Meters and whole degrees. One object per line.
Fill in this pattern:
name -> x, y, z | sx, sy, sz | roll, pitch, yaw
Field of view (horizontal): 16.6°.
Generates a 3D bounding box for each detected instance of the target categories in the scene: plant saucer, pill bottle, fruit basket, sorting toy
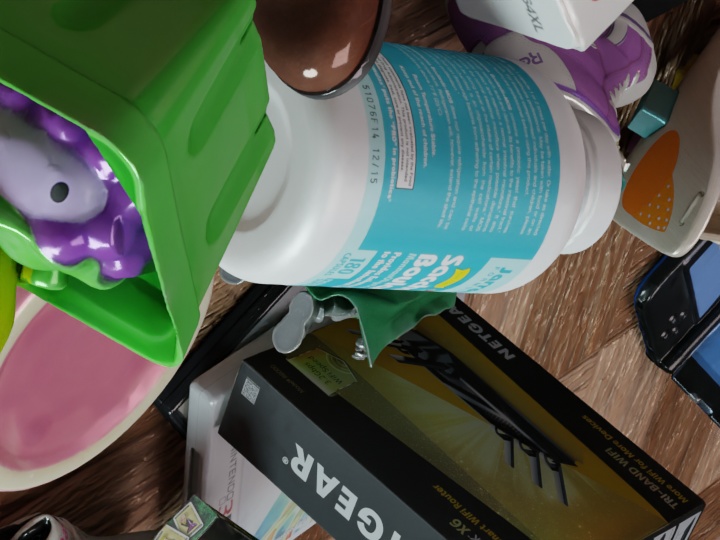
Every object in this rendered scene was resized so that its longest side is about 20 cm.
plant saucer -> -0.136, 0.025, 1.113 | 0.200, 0.051, 0.201 | -39, 153, -25
pill bottle -> 0.026, -0.046, 1.118 | 0.199, 0.111, 0.111 | 3, 124, -39
fruit basket -> -0.151, -0.031, 0.837 | 0.215, 0.215, 0.156 | -40, 153, -21
sorting toy -> 0.232, -0.101, 1.507 | 0.200, 0.107, 0.181 | 8, 111, -60

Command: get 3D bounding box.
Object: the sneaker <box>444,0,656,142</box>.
sneaker -> 0.109, -0.089, 1.276 | 0.072, 0.115, 0.200 | -30, 157, 23

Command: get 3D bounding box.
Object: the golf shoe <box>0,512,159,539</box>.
golf shoe -> -0.151, 0.163, 1.243 | 0.199, 0.073, 0.092 | -16, 138, -51

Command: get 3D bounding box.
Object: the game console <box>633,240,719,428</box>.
game console -> 0.304, 0.011, 1.739 | 0.200, 0.118, 0.171 | -47, 155, -10

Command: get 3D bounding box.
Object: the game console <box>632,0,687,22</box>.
game console -> 0.146, -0.219, 1.291 | 0.200, 0.116, 0.177 | 32, 67, -65

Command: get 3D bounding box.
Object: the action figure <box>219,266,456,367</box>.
action figure -> 0.000, 0.000, 1.224 | 0.055, 0.118, 0.200 | -41, 168, 21

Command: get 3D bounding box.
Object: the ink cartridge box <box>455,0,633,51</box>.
ink cartridge box -> 0.108, -0.219, 1.083 | 0.200, 0.084, 0.146 | -45, 130, -20

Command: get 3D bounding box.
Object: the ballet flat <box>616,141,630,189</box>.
ballet flat -> 0.075, -0.060, 1.331 | 0.076, 0.064, 0.200 | -44, 158, 23

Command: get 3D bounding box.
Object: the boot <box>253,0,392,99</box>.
boot -> -0.064, -0.162, 0.860 | 0.200, 0.068, 0.190 | 8, 76, -63

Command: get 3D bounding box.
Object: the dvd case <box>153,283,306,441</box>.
dvd case -> -0.034, 0.058, 1.361 | 0.143, 0.018, 0.200 | -48, 155, -9

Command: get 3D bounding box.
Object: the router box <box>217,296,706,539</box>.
router box -> 0.051, 0.100, 1.254 | 0.157, 0.200, 0.052 | -21, 142, -46

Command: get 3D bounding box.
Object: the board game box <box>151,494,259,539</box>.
board game box -> -0.124, 0.205, 1.237 | 0.200, 0.023, 0.105 | -46, 150, -2

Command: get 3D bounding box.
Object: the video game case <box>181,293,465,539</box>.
video game case -> -0.019, 0.077, 1.363 | 0.200, 0.022, 0.183 | -34, 149, -32
